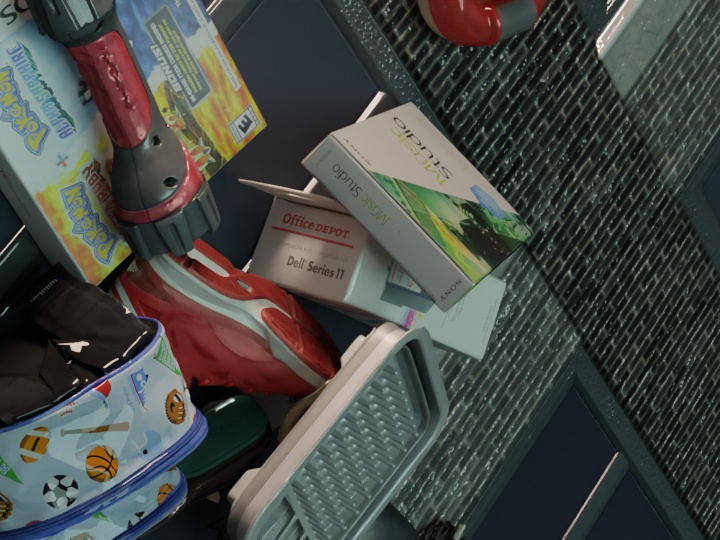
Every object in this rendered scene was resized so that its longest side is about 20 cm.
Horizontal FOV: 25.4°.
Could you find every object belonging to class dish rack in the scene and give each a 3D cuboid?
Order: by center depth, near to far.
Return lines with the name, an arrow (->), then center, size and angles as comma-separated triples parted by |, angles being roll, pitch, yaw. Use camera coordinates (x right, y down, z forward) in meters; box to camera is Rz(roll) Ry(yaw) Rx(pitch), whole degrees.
dish rack -> -0.018, 0.134, 1.111 | 0.200, 0.043, 0.172 | -50, 152, -18

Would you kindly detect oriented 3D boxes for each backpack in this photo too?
backpack -> -0.191, 0.101, 0.972 | 0.200, 0.190, 0.154 | -38, 106, -32

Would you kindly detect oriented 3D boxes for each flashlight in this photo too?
flashlight -> -0.152, -0.103, 0.998 | 0.068, 0.068, 0.200 | -40, 126, -26

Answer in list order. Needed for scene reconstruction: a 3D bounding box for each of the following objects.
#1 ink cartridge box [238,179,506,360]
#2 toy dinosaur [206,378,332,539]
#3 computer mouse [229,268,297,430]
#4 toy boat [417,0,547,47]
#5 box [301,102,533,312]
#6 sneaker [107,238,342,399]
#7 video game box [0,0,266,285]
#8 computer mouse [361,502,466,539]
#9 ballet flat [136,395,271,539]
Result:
ink cartridge box -> 0.000, 0.000, 1.195 | 0.200, 0.117, 0.067 | 25, 83, -42
toy dinosaur -> -0.062, 0.158, 1.156 | 0.088, 0.047, 0.200 | -33, 149, -30
computer mouse -> -0.063, 0.084, 1.207 | 0.110, 0.044, 0.200 | -48, 129, -23
toy boat -> 0.115, -0.272, 1.229 | 0.130, 0.131, 0.201 | -27, 118, -37
box -> 0.048, -0.052, 1.167 | 0.036, 0.144, 0.200 | -45, 176, 22
sneaker -> -0.103, 0.060, 1.128 | 0.115, 0.078, 0.200 | -42, 117, 16
video game box -> -0.172, -0.121, 1.052 | 0.182, 0.047, 0.200 | -45, 127, -24
computer mouse -> 0.020, 0.236, 1.310 | 0.139, 0.053, 0.200 | -57, 136, -15
ballet flat -> -0.147, 0.153, 1.127 | 0.200, 0.073, 0.073 | -25, 117, -37
